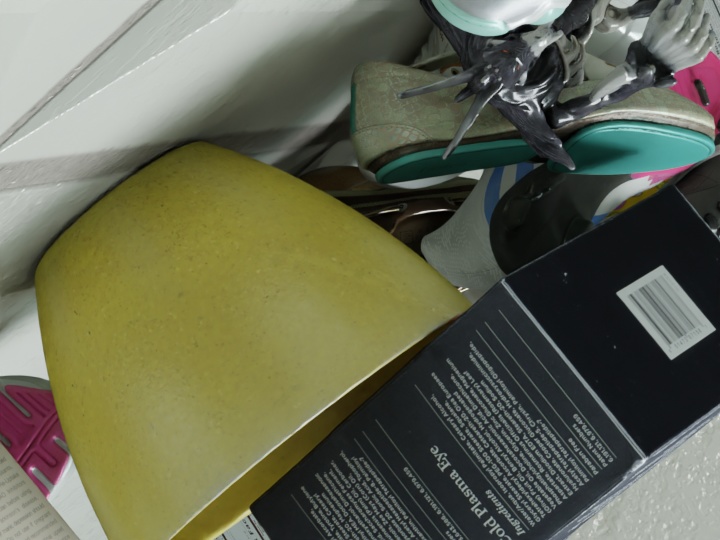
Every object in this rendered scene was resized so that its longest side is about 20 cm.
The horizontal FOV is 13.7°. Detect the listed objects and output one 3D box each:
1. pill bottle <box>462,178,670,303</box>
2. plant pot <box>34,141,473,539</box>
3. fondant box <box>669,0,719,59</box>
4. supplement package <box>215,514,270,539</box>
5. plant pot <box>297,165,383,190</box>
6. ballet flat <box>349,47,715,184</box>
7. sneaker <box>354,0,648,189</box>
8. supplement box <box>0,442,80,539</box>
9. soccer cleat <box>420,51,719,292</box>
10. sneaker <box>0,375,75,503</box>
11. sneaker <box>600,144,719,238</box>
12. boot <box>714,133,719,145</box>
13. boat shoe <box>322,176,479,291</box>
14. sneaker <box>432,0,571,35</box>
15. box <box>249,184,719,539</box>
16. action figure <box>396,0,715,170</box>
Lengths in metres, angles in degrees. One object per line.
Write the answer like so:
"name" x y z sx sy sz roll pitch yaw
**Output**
"pill bottle" 0.162 0.000 1.640 0.200 0.104 0.104 -30 173 -2
"plant pot" -0.066 0.026 1.369 0.200 0.142 0.200 -37 173 -5
"fondant box" 0.167 -0.132 1.743 0.144 0.058 0.200 -23 180 28
"supplement package" -0.026 0.093 1.797 0.191 0.147 0.200 -35 -173 -34
"plant pot" -0.070 0.002 1.671 0.200 0.028 0.200 -38 172 -6
"ballet flat" 0.085 -0.080 1.429 0.200 0.062 0.067 -3 162 -30
"sneaker" 0.051 -0.109 1.508 0.085 0.073 0.200 18 142 -38
"supplement box" -0.186 0.160 1.375 0.126 0.200 0.074 -43 175 35
"soccer cleat" 0.108 -0.057 1.528 0.200 0.070 0.086 -39 -160 -34
"sneaker" -0.204 0.107 1.490 0.200 0.081 0.088 -33 178 33
"sneaker" 0.171 -0.006 1.531 0.200 0.071 0.099 -23 -158 -1
"boot" 0.156 -0.024 1.740 0.200 0.070 0.132 -14 135 -15
"boat shoe" -0.001 -0.006 1.559 0.202 0.075 0.075 -19 -158 -25
"sneaker" 0.104 -0.186 1.195 0.200 0.078 0.140 -47 173 -11
"box" 0.079 0.071 1.391 0.182 0.104 0.200 -44 171 30
"action figure" 0.106 -0.130 1.373 0.200 0.119 0.102 -40 178 -32
